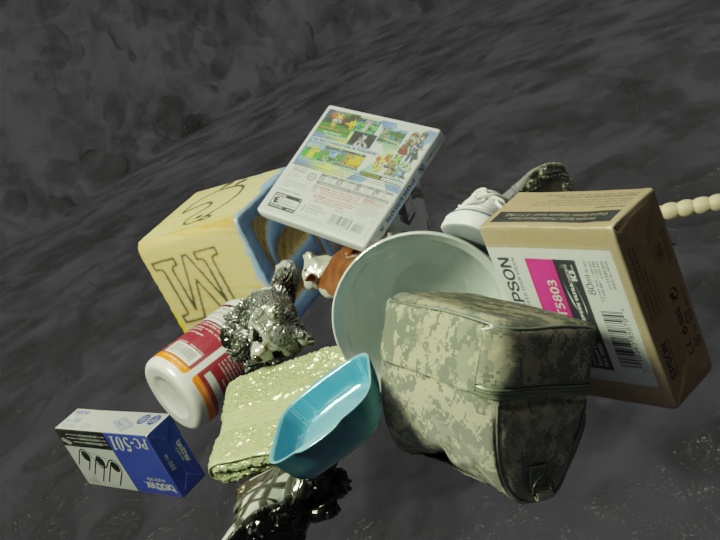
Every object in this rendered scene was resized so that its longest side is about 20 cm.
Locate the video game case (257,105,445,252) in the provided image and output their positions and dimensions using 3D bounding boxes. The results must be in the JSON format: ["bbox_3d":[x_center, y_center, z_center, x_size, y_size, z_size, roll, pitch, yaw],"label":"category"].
[{"bbox_3d":[-0.015,-0.122,1.234,0.200,0.022,0.182,20,71,41],"label":"video game case"}]

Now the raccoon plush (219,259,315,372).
[{"bbox_3d":[-0.103,0.038,1.211,0.134,0.097,0.200,-36,36,47],"label":"raccoon plush"}]

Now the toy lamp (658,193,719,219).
[{"bbox_3d":[0.367,-0.071,1.181,0.200,0.058,0.058,-13,24,24],"label":"toy lamp"}]

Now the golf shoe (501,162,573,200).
[{"bbox_3d":[0.220,-0.094,1.395,0.200,0.078,0.097,-35,17,-27],"label":"golf shoe"}]

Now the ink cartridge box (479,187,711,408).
[{"bbox_3d":[0.224,0.025,0.925,0.075,0.200,0.165,-39,24,-32],"label":"ink cartridge box"}]

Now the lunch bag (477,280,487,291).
[{"bbox_3d":[0.202,0.006,1.174,0.151,0.094,0.200,-5,19,48],"label":"lunch bag"}]

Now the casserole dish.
[{"bbox_3d":[-0.028,0.145,0.951,0.121,0.039,0.200,-37,8,6],"label":"casserole dish"}]

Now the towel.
[{"bbox_3d":[-0.084,0.161,1.108,0.200,0.036,0.148,-20,41,26],"label":"towel"}]

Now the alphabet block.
[{"bbox_3d":[-0.186,-0.021,1.501,0.200,0.196,0.195,-12,23,30],"label":"alphabet block"}]

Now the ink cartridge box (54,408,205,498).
[{"bbox_3d":[-0.285,0.221,1.178,0.200,0.094,0.044,-5,29,42],"label":"ink cartridge box"}]

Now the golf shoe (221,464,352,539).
[{"bbox_3d":[-0.093,0.248,0.938,0.094,0.078,0.200,-12,14,38],"label":"golf shoe"}]

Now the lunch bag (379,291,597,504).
[{"bbox_3d":[0.110,0.113,0.902,0.139,0.168,0.200,3,6,-34],"label":"lunch bag"}]

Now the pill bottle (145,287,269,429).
[{"bbox_3d":[-0.179,0.112,1.293,0.200,0.113,0.113,-38,24,-32],"label":"pill bottle"}]

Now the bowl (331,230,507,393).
[{"bbox_3d":[0.074,0.041,1.074,0.201,0.201,0.090,-19,14,15],"label":"bowl"}]

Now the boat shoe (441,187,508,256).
[{"bbox_3d":[0.132,-0.058,1.052,0.074,0.065,0.200,21,-1,4],"label":"boat shoe"}]

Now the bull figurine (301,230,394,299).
[{"bbox_3d":[0.000,0.000,1.216,0.121,0.065,0.200,-58,37,2],"label":"bull figurine"}]

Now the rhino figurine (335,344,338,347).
[{"bbox_3d":[-0.007,0.107,1.184,0.200,0.060,0.087,-28,31,1],"label":"rhino figurine"}]

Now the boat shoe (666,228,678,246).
[{"bbox_3d":[0.296,-0.007,1.106,0.199,0.068,0.074,-10,0,-40],"label":"boat shoe"}]

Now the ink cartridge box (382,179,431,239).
[{"bbox_3d":[0.032,-0.086,1.346,0.084,0.200,0.145,-16,-7,23],"label":"ink cartridge box"}]
